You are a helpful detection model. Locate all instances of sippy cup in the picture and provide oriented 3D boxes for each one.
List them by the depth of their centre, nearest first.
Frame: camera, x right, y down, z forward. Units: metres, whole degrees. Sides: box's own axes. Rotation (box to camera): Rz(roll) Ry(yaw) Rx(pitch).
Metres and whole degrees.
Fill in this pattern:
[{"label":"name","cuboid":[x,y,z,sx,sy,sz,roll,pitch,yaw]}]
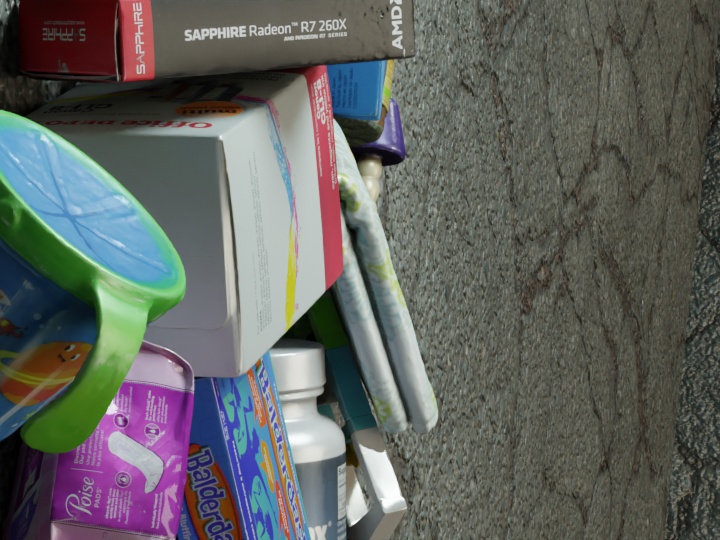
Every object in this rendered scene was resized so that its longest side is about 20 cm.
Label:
[{"label":"sippy cup","cuboid":[-0.178,0.012,1.245,0.140,0.130,0.178,40,15,-11]}]

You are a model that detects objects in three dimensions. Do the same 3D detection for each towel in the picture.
[{"label":"towel","cuboid":[0.000,0.000,1.721,0.171,0.048,0.201,-120,-169,-69]}]

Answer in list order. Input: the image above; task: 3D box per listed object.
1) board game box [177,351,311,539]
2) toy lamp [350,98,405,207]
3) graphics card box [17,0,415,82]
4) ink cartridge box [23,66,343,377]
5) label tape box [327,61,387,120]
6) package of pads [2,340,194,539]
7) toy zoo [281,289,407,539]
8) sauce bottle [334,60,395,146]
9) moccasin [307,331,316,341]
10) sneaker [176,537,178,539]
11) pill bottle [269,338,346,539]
[{"label":"board game box","cuboid":[-0.076,0.128,1.521,0.200,0.045,0.153,-42,120,-82]},{"label":"toy lamp","cuboid":[0.004,-0.042,2.024,0.058,0.058,0.201,40,54,-69]},{"label":"graphics card box","cuboid":[-0.082,-0.139,1.437,0.199,0.125,0.051,-7,98,-33]},{"label":"ink cartridge box","cuboid":[-0.110,-0.035,1.480,0.200,0.144,0.145,-48,136,-66]},{"label":"label tape box","cuboid":[-0.004,-0.217,1.848,0.200,0.063,0.145,-80,174,-63]},{"label":"package of pads","cuboid":[-0.147,0.121,1.365,0.200,0.075,0.121,130,-33,-66]},{"label":"toy zoo","cuboid":[-0.022,0.127,1.745,0.131,0.020,0.201,-47,-122,56]},{"label":"sauce bottle","cuboid":[0.000,-0.201,1.985,0.065,0.064,0.201,53,41,-65]},{"label":"moccasin","cuboid":[-0.044,0.015,1.854,0.202,0.073,0.078,62,41,-42]},{"label":"sneaker","cuboid":[-0.129,0.169,1.537,0.200,0.085,0.077,-63,150,-57]},{"label":"pill bottle","cuboid":[-0.069,0.150,1.683,0.120,0.119,0.201,-18,108,-73]}]
